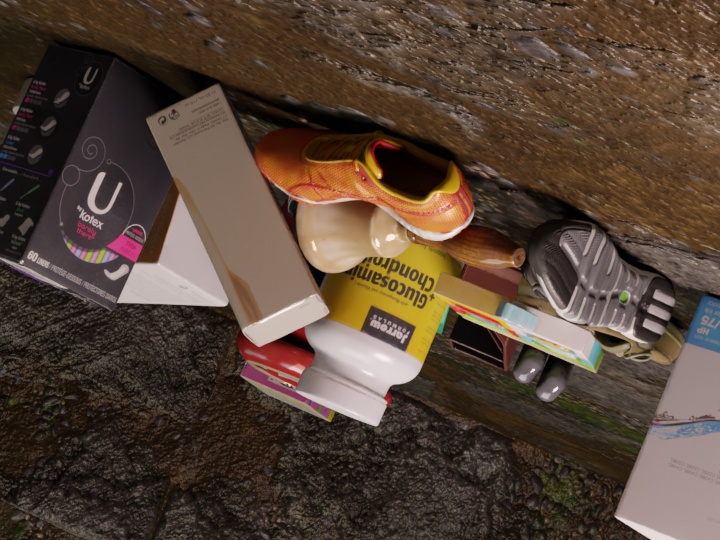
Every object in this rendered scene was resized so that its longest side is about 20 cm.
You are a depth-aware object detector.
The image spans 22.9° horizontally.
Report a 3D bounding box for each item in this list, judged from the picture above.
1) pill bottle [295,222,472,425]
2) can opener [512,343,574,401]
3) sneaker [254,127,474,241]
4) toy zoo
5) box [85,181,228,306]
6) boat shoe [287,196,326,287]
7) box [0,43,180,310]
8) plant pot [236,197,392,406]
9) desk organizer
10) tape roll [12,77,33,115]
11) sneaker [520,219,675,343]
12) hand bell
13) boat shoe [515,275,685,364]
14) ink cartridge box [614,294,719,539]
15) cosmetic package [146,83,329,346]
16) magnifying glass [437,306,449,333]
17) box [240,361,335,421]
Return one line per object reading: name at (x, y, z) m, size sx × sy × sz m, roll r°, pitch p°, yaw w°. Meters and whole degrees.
pill bottle at (0.018, 0.031, 1.582) m, size 0.111 × 0.201 × 0.112 m, roll 22°, pitch 173°, yaw 3°
can opener at (0.177, 0.069, 1.649) m, size 0.053 × 0.067 × 0.200 m, roll 36°, pitch -157°, yaw -1°
sneaker at (0.001, -0.087, 1.404) m, size 0.199 × 0.073 × 0.077 m, roll 14°, pitch 148°, yaw 28°
toy zoo at (0.132, 0.043, 1.470) m, size 0.131 × 0.021 × 0.200 m, roll 22°, pitch 176°, yaw 15°
box at (-0.214, -0.055, 1.728) m, size 0.199 × 0.153 × 0.106 m, roll 0°, pitch 158°, yaw 37°
boat shoe at (0.000, 0.000, 1.699) m, size 0.071 × 0.091 × 0.200 m, roll -29°, pitch 131°, yaw 27°
box at (-0.251, -0.085, 1.600) m, size 0.106 × 0.201 × 0.122 m, roll 16°, pitch 170°, yaw 43°
plant pot at (-0.022, 0.041, 1.869) m, size 0.199 × 0.183 × 0.200 m, roll 23°, pitch 170°, yaw 4°
desk organizer at (0.131, 0.042, 1.789) m, size 0.071 × 0.077 × 0.200 m, roll 22°, pitch 172°, yaw 9°
tape roll at (-0.272, -0.144, 1.888) m, size 0.202 × 0.037 × 0.203 m, roll 24°, pitch 173°, yaw 3°
sneaker at (0.163, 0.003, 1.445) m, size 0.115 × 0.075 × 0.200 m, roll 20°, pitch 173°, yaw 41°
hand bell at (0.052, -0.031, 1.433) m, size 0.199 × 0.105 × 0.104 m, roll 15°, pitch 168°, yaw 43°
boat shoe at (0.217, 0.047, 1.614) m, size 0.200 × 0.063 × 0.073 m, roll 30°, pitch 170°, yaw -38°
ink cartridge box at (0.329, 0.151, 1.465) m, size 0.145 × 0.201 × 0.147 m, roll 19°, pitch 171°, yaw 32°
cosmetic package at (-0.102, -0.044, 1.494) m, size 0.105 × 0.071 × 0.201 m, roll 65°, pitch 179°, yaw -77°
magnifying glass at (0.086, 0.005, 1.731) m, size 0.022 × 0.080 × 0.200 m, roll 17°, pitch 162°, yaw 2°
box at (-0.062, 0.091, 2.340) m, size 0.096 × 0.177 × 0.200 m, roll 22°, pitch 172°, yaw 12°
